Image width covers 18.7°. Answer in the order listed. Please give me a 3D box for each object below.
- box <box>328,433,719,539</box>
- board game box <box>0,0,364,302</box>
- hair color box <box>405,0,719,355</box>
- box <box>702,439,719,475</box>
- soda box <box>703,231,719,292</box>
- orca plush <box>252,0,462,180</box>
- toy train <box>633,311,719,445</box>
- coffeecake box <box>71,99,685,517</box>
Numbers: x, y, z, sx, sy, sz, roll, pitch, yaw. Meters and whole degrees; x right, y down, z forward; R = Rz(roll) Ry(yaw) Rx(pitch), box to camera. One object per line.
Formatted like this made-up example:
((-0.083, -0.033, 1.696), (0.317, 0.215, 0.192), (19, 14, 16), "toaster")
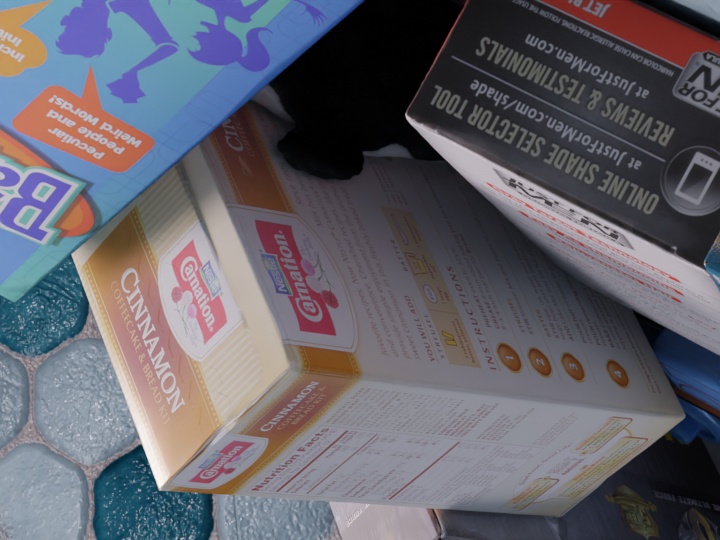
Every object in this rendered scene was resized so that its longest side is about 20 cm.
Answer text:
((0.062, 0.067, 0.883), (0.199, 0.048, 0.159), (16, -141, -40), "box")
((-0.107, -0.083, 0.625), (0.152, 0.045, 0.200), (30, 137, -24), "board game box")
((0.095, -0.024, 0.673), (0.101, 0.061, 0.200), (29, 178, 21), "hair color box")
((0.188, 0.127, 1.013), (0.200, 0.200, 0.171), (28, 177, 36), "box")
((0.147, 0.008, 0.586), (0.063, 0.069, 0.200), (29, 176, 22), "soda box")
((-0.021, -0.102, 0.707), (0.200, 0.071, 0.105), (35, -139, -18), "orca plush")
((0.170, 0.036, 0.812), (0.200, 0.087, 0.114), (31, 170, 39), "toy train")
((0.000, 0.000, 0.764), (0.199, 0.073, 0.154), (10, -134, -45), "coffeecake box")
